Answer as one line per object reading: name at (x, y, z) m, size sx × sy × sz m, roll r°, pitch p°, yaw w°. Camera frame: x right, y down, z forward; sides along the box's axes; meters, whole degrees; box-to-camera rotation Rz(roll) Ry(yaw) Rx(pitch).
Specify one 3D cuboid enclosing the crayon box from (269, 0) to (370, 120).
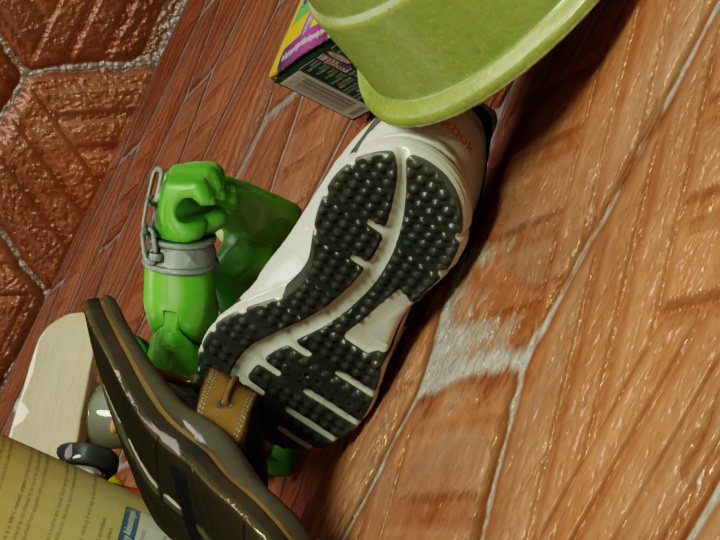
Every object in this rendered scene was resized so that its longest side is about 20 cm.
crayon box at (0.028, -0.173, 1.498) m, size 0.173 × 0.058 × 0.200 m, roll -66°, pitch 9°, yaw -7°

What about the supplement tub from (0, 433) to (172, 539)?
supplement tub at (-0.152, 0.147, 1.264) m, size 0.145 × 0.199 × 0.145 m, roll -62°, pitch 10°, yaw 19°

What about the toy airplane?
toy airplane at (-0.158, 0.147, 1.494) m, size 0.200 × 0.141 × 0.199 m, roll -50°, pitch 45°, yaw 11°

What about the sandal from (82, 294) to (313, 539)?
sandal at (-0.056, 0.073, 1.207) m, size 0.200 × 0.054 × 0.082 m, roll 40°, pitch 148°, yaw 51°

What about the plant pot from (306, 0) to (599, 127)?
plant pot at (0.000, -0.190, 1.119) m, size 0.200 × 0.190 × 0.201 m, roll -42°, pitch 25°, yaw 25°

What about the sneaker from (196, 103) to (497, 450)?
sneaker at (0.000, 0.000, 1.225) m, size 0.200 × 0.074 × 0.080 m, roll -50°, pitch 7°, yaw 43°

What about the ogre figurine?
ogre figurine at (-0.059, 0.027, 1.350) m, size 0.200 × 0.097 × 0.121 m, roll 121°, pitch 162°, yaw -81°
